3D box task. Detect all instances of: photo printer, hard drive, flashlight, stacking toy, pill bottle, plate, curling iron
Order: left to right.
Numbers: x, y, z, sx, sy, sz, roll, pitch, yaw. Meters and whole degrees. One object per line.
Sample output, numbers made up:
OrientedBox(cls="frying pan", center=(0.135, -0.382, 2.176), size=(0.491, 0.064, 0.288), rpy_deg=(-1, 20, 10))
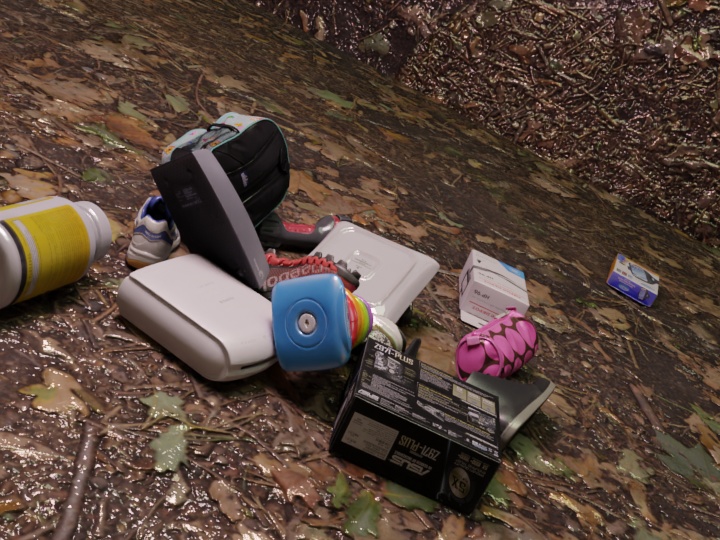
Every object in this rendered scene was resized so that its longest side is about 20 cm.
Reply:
OrientedBox(cls="pill bottle", center=(-0.396, -0.029, 1.120), size=(0.111, 0.113, 0.200), rpy_deg=(30, 23, 13))
OrientedBox(cls="photo printer", center=(-0.193, 0.063, 1.191), size=(0.199, 0.070, 0.166), rpy_deg=(33, 24, 18))
OrientedBox(cls="hard drive", center=(-0.204, -0.067, 1.266), size=(0.042, 0.202, 0.134), rpy_deg=(-36, 17, -37))
OrientedBox(cls="flashlight", center=(-0.103, -0.073, 1.590), size=(0.198, 0.069, 0.068), rpy_deg=(8, 29, -39))
OrientedBox(cls="stacking toy", center=(-0.025, 0.068, 1.219), size=(0.108, 0.118, 0.199), rpy_deg=(-8, -5, 24))
OrientedBox(cls="plate", center=(0.000, 0.000, 1.453), size=(0.197, 0.033, 0.200), rpy_deg=(24, 46, 20))
OrientedBox(cls="curling iron", center=(0.070, 0.147, 1.347), size=(0.049, 0.026, 0.200), rpy_deg=(33, 21, -4))

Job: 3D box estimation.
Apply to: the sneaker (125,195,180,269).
OrientedBox(cls="sneaker", center=(-0.295, -0.074, 1.361), size=(0.074, 0.089, 0.201), rpy_deg=(16, 22, -16))

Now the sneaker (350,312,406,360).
OrientedBox(cls="sneaker", center=(-0.033, 0.083, 1.329), size=(0.198, 0.078, 0.089), rpy_deg=(26, 35, 13))

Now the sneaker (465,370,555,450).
OrientedBox(cls="sneaker", center=(0.214, 0.178, 1.350), size=(0.106, 0.075, 0.199), rpy_deg=(41, 27, 15))

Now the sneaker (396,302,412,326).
OrientedBox(cls="sneaker", center=(0.008, 0.033, 1.493), size=(0.079, 0.075, 0.199), rpy_deg=(-14, 38, -37))

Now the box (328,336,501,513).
OrientedBox(cls="box", center=(0.072, 0.192, 1.166), size=(0.197, 0.087, 0.164), rpy_deg=(24, 22, -3))

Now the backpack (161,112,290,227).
OrientedBox(cls="backpack", center=(-0.208, -0.155, 1.463), size=(0.152, 0.178, 0.200), rpy_deg=(14, 40, 38))

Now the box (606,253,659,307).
OrientedBox(cls="box", center=(0.664, 0.024, 2.232), size=(0.118, 0.042, 0.200), rpy_deg=(30, 20, 10))

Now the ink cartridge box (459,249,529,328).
OrientedBox(cls="ink cartridge box", center=(0.246, 0.046, 1.699), size=(0.114, 0.069, 0.201), rpy_deg=(23, 23, -4))

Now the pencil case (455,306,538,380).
OrientedBox(cls="pencil case", center=(0.217, 0.122, 1.469), size=(0.089, 0.096, 0.199), rpy_deg=(1, 9, 26))

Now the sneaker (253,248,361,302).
OrientedBox(cls="sneaker", center=(-0.089, 0.026, 1.298), size=(0.198, 0.099, 0.071), rpy_deg=(4, -28, 34))
